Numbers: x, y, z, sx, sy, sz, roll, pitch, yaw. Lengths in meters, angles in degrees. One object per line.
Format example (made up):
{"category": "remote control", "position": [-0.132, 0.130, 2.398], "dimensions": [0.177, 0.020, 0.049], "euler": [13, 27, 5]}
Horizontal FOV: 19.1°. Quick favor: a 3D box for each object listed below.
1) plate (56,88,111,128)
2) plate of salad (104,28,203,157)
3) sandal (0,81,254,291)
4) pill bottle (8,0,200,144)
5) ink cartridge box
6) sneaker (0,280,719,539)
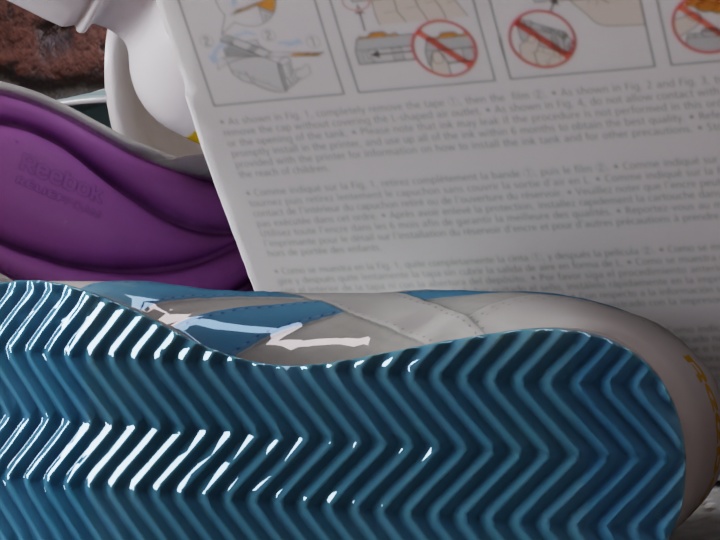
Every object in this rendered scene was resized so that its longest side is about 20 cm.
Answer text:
{"category": "plate", "position": [-0.075, -0.048, 0.998], "dimensions": [0.200, 0.026, 0.200], "euler": [6, -20, 2]}
{"category": "plate of salad", "position": [-0.005, -0.082, 0.884], "dimensions": [0.200, 0.201, 0.048], "euler": [-8, 11, -9]}
{"category": "sandal", "position": [-0.036, -0.001, 0.602], "dimensions": [0.202, 0.083, 0.050], "euler": [15, -24, -24]}
{"category": "pill bottle", "position": [0.009, -0.072, 0.589], "dimensions": [0.200, 0.113, 0.112], "euler": [24, 1, -13]}
{"category": "ink cartridge box", "position": [0.044, -0.034, 0.511], "dimensions": [0.160, 0.200, 0.047], "euler": [-3, 36, 21]}
{"category": "sneaker", "position": [-0.015, 0.040, 0.499], "dimensions": [0.200, 0.077, 0.081], "euler": [4, 4, 22]}
